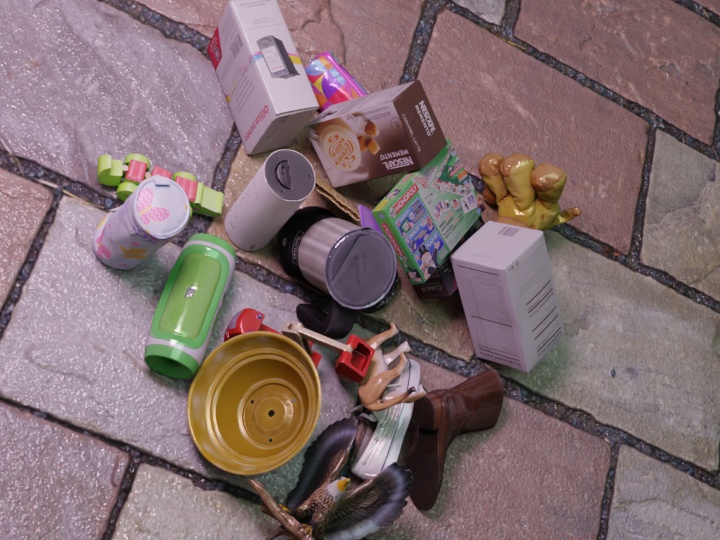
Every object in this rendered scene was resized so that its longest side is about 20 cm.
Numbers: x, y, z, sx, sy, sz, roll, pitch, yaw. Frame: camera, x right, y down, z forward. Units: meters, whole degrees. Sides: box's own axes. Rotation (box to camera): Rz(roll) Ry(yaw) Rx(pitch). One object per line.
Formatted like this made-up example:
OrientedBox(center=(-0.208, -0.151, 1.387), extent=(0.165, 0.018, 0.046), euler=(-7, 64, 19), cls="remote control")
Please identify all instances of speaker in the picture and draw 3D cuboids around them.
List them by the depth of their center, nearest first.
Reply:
OrientedBox(center=(-0.243, 0.050, 1.578), extent=(0.088, 0.088, 0.202), euler=(24, 61, -15), cls="speaker")
OrientedBox(center=(-0.136, -0.101, 1.621), extent=(0.080, 0.200, 0.082), euler=(9, 66, -21), cls="speaker")

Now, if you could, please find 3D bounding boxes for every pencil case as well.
OrientedBox(center=(-0.306, -0.064, 1.529), extent=(0.082, 0.199, 0.092), euler=(16, 70, -26), cls="pencil case")
OrientedBox(center=(-0.016, -0.273, 1.821), extent=(0.200, 0.088, 0.088), euler=(46, 58, -1), cls="pencil case")

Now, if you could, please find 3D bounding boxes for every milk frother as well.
OrientedBox(center=(0.000, 0.000, 1.653), extent=(0.198, 0.188, 0.183), euler=(-11, 108, -24), cls="milk frother")

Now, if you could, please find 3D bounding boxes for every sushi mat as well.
OrientedBox(center=(-0.040, -0.115, 1.698), extent=(0.095, 0.200, 0.012), euler=(37, 95, -6), cls="sushi mat")

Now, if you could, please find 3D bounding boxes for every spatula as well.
OrientedBox(center=(0.070, -0.060, 1.783), extent=(0.199, 0.020, 0.057), euler=(12, 59, -39), cls="spatula")

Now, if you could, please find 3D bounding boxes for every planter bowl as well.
OrientedBox(center=(-0.137, 0.194, 1.548), extent=(0.198, 0.083, 0.203), euler=(-5, 70, 15), cls="planter bowl")

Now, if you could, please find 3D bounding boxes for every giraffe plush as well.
OrientedBox(center=(0.262, -0.079, 1.857), extent=(0.200, 0.171, 0.163), euler=(48, 62, -42), cls="giraffe plush")

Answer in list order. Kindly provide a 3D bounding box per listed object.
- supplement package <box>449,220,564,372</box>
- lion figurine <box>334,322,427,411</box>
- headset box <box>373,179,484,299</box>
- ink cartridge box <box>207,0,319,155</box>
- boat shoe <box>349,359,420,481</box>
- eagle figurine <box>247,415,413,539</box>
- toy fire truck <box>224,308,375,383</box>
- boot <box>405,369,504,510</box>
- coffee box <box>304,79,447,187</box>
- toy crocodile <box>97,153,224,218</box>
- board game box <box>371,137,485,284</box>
OrientedBox(center=(0.235, 0.041, 1.743), extent=(0.109, 0.113, 0.202), euler=(-39, 127, -32), cls="supplement package")
OrientedBox(center=(0.020, 0.152, 1.595), extent=(0.122, 0.200, 0.073), euler=(-33, 112, 8), cls="lion figurine")
OrientedBox(center=(0.127, -0.061, 1.769), extent=(0.149, 0.075, 0.201), euler=(-41, 113, -39), cls="headset box")
OrientedBox(center=(-0.157, -0.306, 1.728), extent=(0.085, 0.148, 0.202), euler=(-17, 79, -29), cls="ink cartridge box")
OrientedBox(center=(0.027, 0.218, 1.655), extent=(0.085, 0.075, 0.204), euler=(22, 69, -7), cls="boat shoe")
OrientedBox(center=(-0.040, 0.316, 1.541), extent=(0.199, 0.150, 0.153), euler=(-29, 108, -48), cls="eagle figurine")
OrientedBox(center=(-0.092, 0.108, 1.588), extent=(0.199, 0.141, 0.049), euler=(29, 59, -8), cls="toy fire truck")
OrientedBox(center=(0.154, 0.259, 1.700), extent=(0.199, 0.064, 0.189), euler=(-11, 110, -51), cls="boot")
OrientedBox(center=(0.023, -0.210, 1.712), extent=(0.080, 0.199, 0.115), euler=(-43, 115, -39), cls="coffee box")
OrientedBox(center=(-0.297, -0.127, 1.637), extent=(0.198, 0.062, 0.068), euler=(19, 62, -18), cls="toy crocodile")
OrientedBox(center=(0.108, -0.092, 1.682), extent=(0.200, 0.029, 0.135), euler=(-47, 115, -37), cls="board game box")
